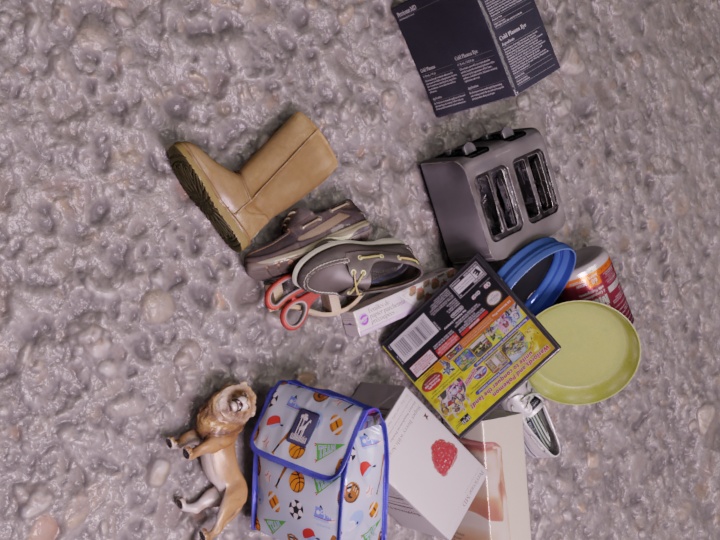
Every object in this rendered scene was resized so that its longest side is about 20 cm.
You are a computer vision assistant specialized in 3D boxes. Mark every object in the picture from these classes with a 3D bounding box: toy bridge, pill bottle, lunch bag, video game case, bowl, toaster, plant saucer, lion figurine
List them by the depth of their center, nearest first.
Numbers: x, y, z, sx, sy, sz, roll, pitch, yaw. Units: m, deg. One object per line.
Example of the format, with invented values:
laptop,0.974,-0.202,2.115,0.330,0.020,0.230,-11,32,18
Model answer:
lunch bag,-0.054,0.255,1.228,0.123,0.168,0.204,-6,104,-51
lion figurine,-0.183,0.253,1.243,0.121,0.072,0.204,-18,112,-45
toy bridge,-0.046,0.030,1.356,0.197,0.027,0.069,-17,97,-31
video game case,0.159,0.110,1.382,0.200,0.025,0.181,-43,84,11
toaster,0.204,-0.108,1.470,0.179,0.118,0.203,-23,101,-30
bowl,0.250,0.034,1.471,0.199,0.039,0.202,-34,150,-22
plant saucer,0.352,0.128,1.539,0.201,0.198,0.031,51,24,-19
pill bottle,0.395,0.071,1.590,0.109,0.109,0.203,-33,105,-29

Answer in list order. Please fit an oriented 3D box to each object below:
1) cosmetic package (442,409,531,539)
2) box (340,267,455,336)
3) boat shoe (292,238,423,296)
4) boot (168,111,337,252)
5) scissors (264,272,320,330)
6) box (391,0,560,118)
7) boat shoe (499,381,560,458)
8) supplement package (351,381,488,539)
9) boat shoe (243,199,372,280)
cosmetic package,0.192,0.320,1.454,0.086,0.103,0.204,-4,89,-33
box,0.062,0.045,1.418,0.198,0.041,0.039,-23,100,-32
boat shoe,0.000,0.000,1.309,0.199,0.061,0.073,-12,130,-36
boot,-0.143,-0.150,1.284,0.200,0.066,0.177,-46,119,-27
scissors,-0.048,0.009,1.330,0.199,0.014,0.074,-36,107,-27
box,0.168,-0.346,1.408,0.103,0.199,0.184,-33,106,-27
boat shoe,0.267,0.213,1.526,0.073,0.066,0.202,-41,109,-27
supplement package,0.065,0.271,1.362,0.200,0.119,0.122,46,65,-23
boat shoe,-0.079,-0.045,1.323,0.197,0.075,0.074,-20,73,-28
